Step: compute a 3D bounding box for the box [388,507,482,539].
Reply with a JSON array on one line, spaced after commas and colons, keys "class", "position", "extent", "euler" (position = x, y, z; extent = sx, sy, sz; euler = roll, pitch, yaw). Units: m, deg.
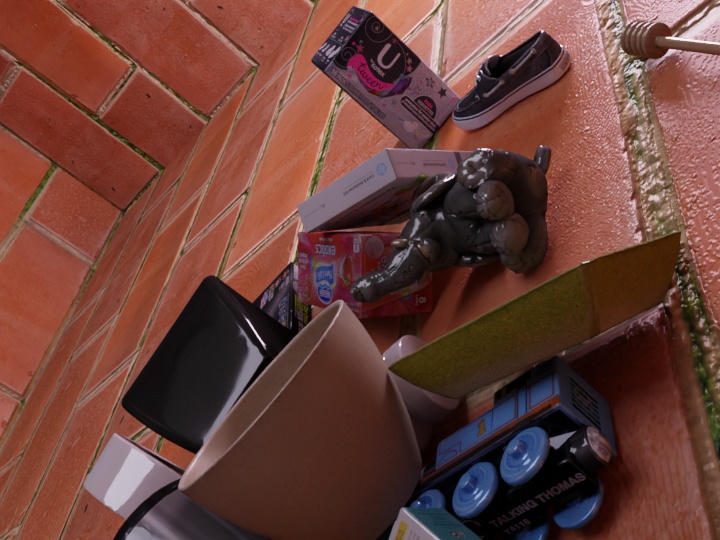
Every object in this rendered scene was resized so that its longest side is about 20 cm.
[{"class": "box", "position": [0.088, 0.238, 0.498], "extent": [0.199, 0.049, 0.084], "euler": [29, 100, 48]}]

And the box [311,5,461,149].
[{"class": "box", "position": [0.040, -0.298, 1.227], "extent": [0.115, 0.199, 0.132], "euler": [-50, 24, 8]}]

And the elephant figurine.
[{"class": "elephant figurine", "position": [0.097, -0.049, 0.857], "extent": [0.198, 0.153, 0.144], "euler": [-24, 66, 43]}]

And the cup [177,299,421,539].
[{"class": "cup", "position": [-0.033, 0.148, 0.657], "extent": [0.200, 0.143, 0.200], "euler": [-46, 6, 6]}]

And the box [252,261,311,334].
[{"class": "box", "position": [-0.141, 0.100, 1.224], "extent": [0.160, 0.044, 0.201], "euler": [-44, 25, 21]}]

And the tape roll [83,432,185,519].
[{"class": "tape roll", "position": [-0.232, 0.278, 0.960], "extent": [0.201, 0.201, 0.072], "euler": [-2, 55, 61]}]

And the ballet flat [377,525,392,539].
[{"class": "ballet flat", "position": [0.022, 0.288, 0.652], "extent": [0.070, 0.069, 0.200], "euler": [-50, 20, 8]}]

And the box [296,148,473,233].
[{"class": "box", "position": [0.042, -0.099, 0.980], "extent": [0.155, 0.198, 0.042], "euler": [-27, 78, 37]}]

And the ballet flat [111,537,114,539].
[{"class": "ballet flat", "position": [-0.321, 0.387, 1.144], "extent": [0.072, 0.072, 0.203], "euler": [-5, 54, 60]}]

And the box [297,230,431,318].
[{"class": "box", "position": [0.000, 0.000, 0.986], "extent": [0.199, 0.098, 0.098], "euler": [8, 99, 63]}]

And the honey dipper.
[{"class": "honey dipper", "position": [0.331, -0.226, 0.786], "extent": [0.038, 0.038, 0.200], "euler": [-51, 25, 5]}]

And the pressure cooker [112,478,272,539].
[{"class": "pressure cooker", "position": [-0.111, 0.294, 0.683], "extent": [0.198, 0.175, 0.182], "euler": [22, 105, 33]}]

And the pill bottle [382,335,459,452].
[{"class": "pill bottle", "position": [0.001, 0.158, 0.794], "extent": [0.200, 0.112, 0.113], "euler": [-42, 26, 24]}]

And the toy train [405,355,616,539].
[{"class": "toy train", "position": [0.111, 0.161, 0.623], "extent": [0.200, 0.086, 0.115], "euler": [-42, 17, 31]}]

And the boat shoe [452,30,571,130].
[{"class": "boat shoe", "position": [0.185, -0.257, 1.061], "extent": [0.199, 0.067, 0.073], "euler": [-21, 39, 52]}]

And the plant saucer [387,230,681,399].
[{"class": "plant saucer", "position": [0.152, 0.043, 0.640], "extent": [0.199, 0.049, 0.198], "euler": [-33, -13, 39]}]

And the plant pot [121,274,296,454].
[{"class": "plant pot", "position": [-0.141, 0.160, 0.983], "extent": [0.201, 0.199, 0.177], "euler": [-55, 36, -6]}]
